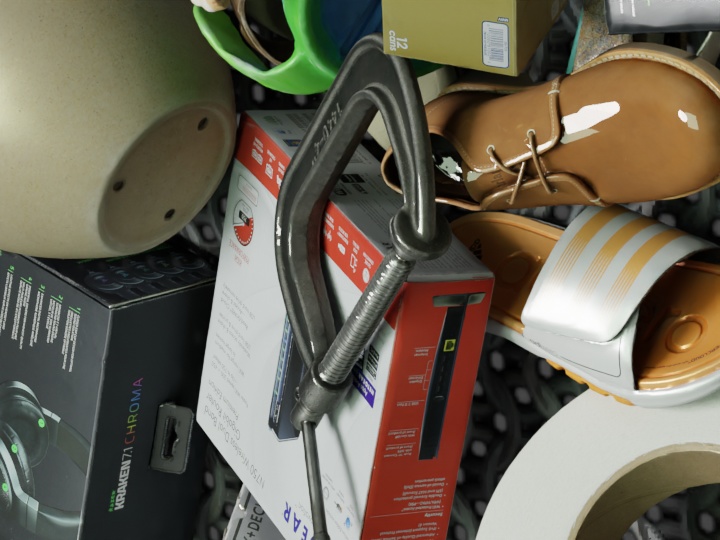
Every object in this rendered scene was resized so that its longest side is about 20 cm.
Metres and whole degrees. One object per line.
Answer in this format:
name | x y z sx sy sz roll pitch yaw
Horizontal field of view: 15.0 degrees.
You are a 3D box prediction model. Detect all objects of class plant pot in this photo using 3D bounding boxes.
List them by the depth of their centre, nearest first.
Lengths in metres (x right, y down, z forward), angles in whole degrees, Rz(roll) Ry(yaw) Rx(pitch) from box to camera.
plant pot | -0.139 -0.084 1.372 0.134 0.200 0.201 39 126 26

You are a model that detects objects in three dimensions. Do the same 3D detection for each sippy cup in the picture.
sippy cup | -0.001 -0.177 1.264 0.130 0.177 0.140 52 161 36

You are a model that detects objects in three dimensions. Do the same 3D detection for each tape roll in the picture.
tape roll | 0.143 0.129 1.179 0.202 0.037 0.204 -16 53 22

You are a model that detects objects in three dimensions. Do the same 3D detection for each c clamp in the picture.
c clamp | 0.000 0.000 1.229 0.200 0.027 0.171 116 148 -47

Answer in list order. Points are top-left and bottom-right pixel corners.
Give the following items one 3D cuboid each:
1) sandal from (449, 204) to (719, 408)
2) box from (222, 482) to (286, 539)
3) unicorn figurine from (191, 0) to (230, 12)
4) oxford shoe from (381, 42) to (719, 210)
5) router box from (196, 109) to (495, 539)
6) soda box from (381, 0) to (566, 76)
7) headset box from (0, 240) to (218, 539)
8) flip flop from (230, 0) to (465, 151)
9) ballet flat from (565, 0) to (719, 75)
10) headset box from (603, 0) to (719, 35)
sandal | 0.094 0.003 1.236 0.206 0.079 0.059 16 154 44
box | -0.066 0.210 1.429 0.060 0.117 0.201 19 120 -1
unicorn figurine | -0.066 -0.185 1.202 0.199 0.074 0.138 -26 40 15
oxford shoe | 0.086 -0.050 1.173 0.200 0.071 0.072 -5 113 52
router box | -0.012 0.041 1.336 0.200 0.049 0.180 46 132 54
soda box | 0.046 -0.185 1.125 0.064 0.068 0.201 12 128 19
headset box | -0.170 0.054 1.502 0.200 0.093 0.175 28 119 37
flip flop | -0.026 -0.126 1.343 0.200 0.057 0.081 49 130 27
ballet flat | 0.132 -0.135 1.188 0.067 0.068 0.201 24 127 34
headset box | 0.217 -0.145 1.018 0.199 0.174 0.093 2 102 43
